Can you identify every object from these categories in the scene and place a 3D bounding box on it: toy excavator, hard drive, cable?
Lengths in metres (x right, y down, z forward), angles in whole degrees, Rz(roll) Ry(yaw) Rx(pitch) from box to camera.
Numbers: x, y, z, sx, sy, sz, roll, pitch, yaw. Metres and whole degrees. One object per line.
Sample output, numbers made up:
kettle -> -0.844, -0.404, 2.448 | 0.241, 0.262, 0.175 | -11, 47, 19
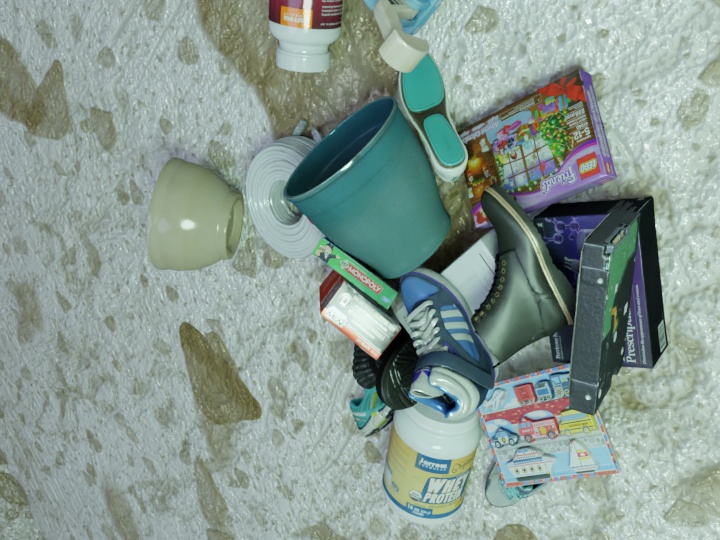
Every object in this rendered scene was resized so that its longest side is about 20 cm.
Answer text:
toy excavator -> 0.047, -0.347, 0.935 | 0.100, 0.198, 0.197 | -40, 82, 41
hard drive -> 0.284, 0.045, 0.851 | 0.037, 0.139, 0.206 | 12, 116, 29
cable -> -0.110, -0.122, 1.235 | 0.199, 0.069, 0.203 | -35, 86, 41

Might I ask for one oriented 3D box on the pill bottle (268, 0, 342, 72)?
pill bottle -> -0.079, -0.403, 1.069 | 0.111, 0.112, 0.205 | 21, 120, 29

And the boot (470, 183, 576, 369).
boot -> 0.175, 0.009, 0.920 | 0.137, 0.077, 0.203 | -33, 86, 5

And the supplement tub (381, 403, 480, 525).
supplement tub -> 0.115, 0.287, 1.177 | 0.142, 0.144, 0.205 | 24, 122, 27

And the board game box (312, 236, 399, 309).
board game box -> 0.000, 0.000, 1.107 | 0.133, 0.200, 0.029 | 37, 95, 2

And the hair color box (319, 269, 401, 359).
hair color box -> -0.006, 0.055, 1.127 | 0.110, 0.200, 0.064 | 39, 94, -8

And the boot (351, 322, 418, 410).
boot -> 0.039, 0.153, 1.146 | 0.155, 0.211, 0.081 | -23, 106, 36

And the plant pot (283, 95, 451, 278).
plant pot -> 0.023, -0.100, 1.020 | 0.197, 0.202, 0.189 | -20, 120, 40

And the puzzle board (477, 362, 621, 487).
puzzle board -> 0.251, 0.222, 1.025 | 0.198, 0.017, 0.155 | -25, 82, 47

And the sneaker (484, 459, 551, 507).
sneaker -> 0.246, 0.312, 1.122 | 0.078, 0.086, 0.201 | 47, 129, 13

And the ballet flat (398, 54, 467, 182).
ballet flat -> 0.098, -0.211, 1.026 | 0.069, 0.068, 0.205 | -38, 59, 41

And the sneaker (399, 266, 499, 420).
sneaker -> 0.095, 0.101, 0.969 | 0.202, 0.146, 0.080 | 54, 130, 4

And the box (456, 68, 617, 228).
box -> 0.223, -0.153, 0.956 | 0.197, 0.038, 0.141 | -22, 75, 41

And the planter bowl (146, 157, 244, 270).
planter bowl -> -0.288, -0.091, 1.326 | 0.131, 0.202, 0.205 | 11, 118, 3

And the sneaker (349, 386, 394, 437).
sneaker -> 0.040, 0.213, 1.256 | 0.081, 0.076, 0.201 | 55, 131, 17

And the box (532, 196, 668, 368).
box -> 0.315, 0.016, 0.958 | 0.138, 0.078, 0.206 | 0, 108, 40

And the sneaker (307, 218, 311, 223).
sneaker -> -0.001, -0.058, 1.134 | 0.195, 0.085, 0.078 | 24, 114, -5

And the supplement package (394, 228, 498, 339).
supplement package -> 0.163, 0.038, 1.061 | 0.115, 0.109, 0.200 | 53, 130, 6
